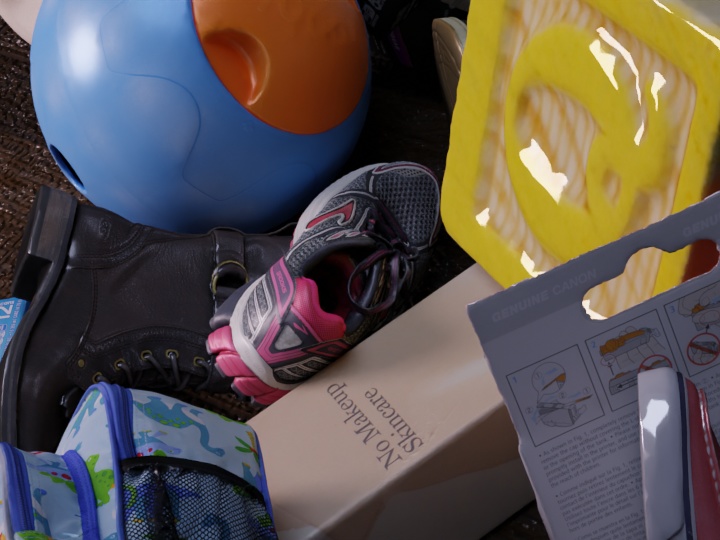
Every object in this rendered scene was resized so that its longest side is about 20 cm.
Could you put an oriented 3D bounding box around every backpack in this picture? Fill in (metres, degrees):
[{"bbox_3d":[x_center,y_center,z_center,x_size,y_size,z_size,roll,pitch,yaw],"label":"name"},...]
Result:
[{"bbox_3d":[-0.110,0.149,0.836,0.146,0.184,0.200,17,27,-16],"label":"backpack"}]

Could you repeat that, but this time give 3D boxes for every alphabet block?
[{"bbox_3d":[0.177,-0.075,0.935,0.199,0.198,0.195,-12,35,-27],"label":"alphabet block"}]

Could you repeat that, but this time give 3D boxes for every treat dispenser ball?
[{"bbox_3d":[-0.093,-0.117,1.138,0.199,0.202,0.202,-12,44,12],"label":"treat dispenser ball"}]

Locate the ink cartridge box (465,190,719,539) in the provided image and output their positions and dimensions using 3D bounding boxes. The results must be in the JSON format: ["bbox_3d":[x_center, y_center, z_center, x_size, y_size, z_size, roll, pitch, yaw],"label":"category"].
[{"bbox_3d":[0.147,0.063,0.858,0.160,0.201,0.050,-24,20,0],"label":"ink cartridge box"}]

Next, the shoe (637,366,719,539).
[{"bbox_3d":[0.169,0.134,0.803,0.090,0.202,0.071,-9,7,10],"label":"shoe"}]

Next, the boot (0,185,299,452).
[{"bbox_3d":[-0.104,0.050,1.036,0.173,0.069,0.202,14,68,-15],"label":"boot"}]

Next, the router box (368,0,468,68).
[{"bbox_3d":[0.041,-0.235,1.302,0.149,0.051,0.200,28,64,37],"label":"router box"}]

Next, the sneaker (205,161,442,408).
[{"bbox_3d":[0.000,0.000,1.038,0.075,0.081,0.200,-36,10,39],"label":"sneaker"}]

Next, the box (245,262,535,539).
[{"bbox_3d":[0.020,0.092,0.973,0.199,0.078,0.095,-35,44,-12],"label":"box"}]

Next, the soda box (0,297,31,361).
[{"bbox_3d":[-0.216,0.112,1.066,0.064,0.068,0.201,-9,45,16],"label":"soda box"}]

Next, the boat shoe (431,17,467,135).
[{"bbox_3d":[0.078,-0.104,1.078,0.065,0.201,0.072,-14,84,1],"label":"boat shoe"}]

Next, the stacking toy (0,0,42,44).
[{"bbox_3d":[-0.166,-0.250,1.377,0.145,0.147,0.200,13,38,33],"label":"stacking toy"}]

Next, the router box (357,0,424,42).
[{"bbox_3d":[-0.002,-0.239,1.118,0.150,0.200,0.062,45,68,5],"label":"router box"}]

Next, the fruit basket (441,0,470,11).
[{"bbox_3d":[0.177,-0.185,1.187,0.199,0.094,0.186,29,63,23],"label":"fruit basket"}]
